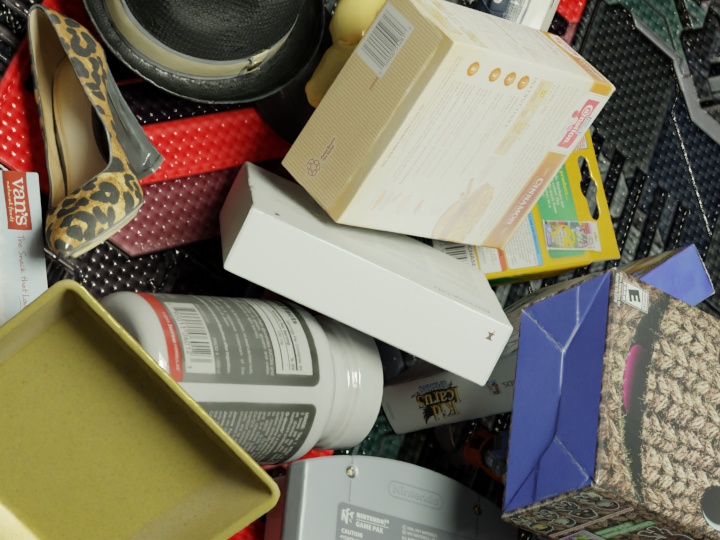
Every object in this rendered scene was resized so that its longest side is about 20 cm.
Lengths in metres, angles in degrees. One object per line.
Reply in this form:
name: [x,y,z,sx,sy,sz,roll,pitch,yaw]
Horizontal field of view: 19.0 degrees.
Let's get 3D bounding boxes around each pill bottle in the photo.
pill bottle: [-0.089,0.076,1.474,0.199,0.116,0.117,4,74,-38]

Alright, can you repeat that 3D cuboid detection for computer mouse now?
computer mouse: [-0.065,-0.181,1.613,0.200,0.053,0.139,54,50,-12]

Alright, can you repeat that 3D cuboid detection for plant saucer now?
plant saucer: [-0.182,0.116,1.363,0.200,0.200,0.049,47,23,-18]

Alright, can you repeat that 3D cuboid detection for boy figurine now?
boy figurine: [0.016,-0.169,1.603,0.200,0.064,0.125,-44,130,-60]

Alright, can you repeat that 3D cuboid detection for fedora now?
fedora: [-0.098,-0.216,1.521,0.200,0.092,0.202,15,58,-26]

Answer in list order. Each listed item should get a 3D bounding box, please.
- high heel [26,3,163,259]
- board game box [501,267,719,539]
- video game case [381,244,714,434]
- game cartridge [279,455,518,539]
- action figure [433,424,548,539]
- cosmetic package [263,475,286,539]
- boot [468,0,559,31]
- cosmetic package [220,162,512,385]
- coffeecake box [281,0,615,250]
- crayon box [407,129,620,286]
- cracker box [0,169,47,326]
high heel: [-0.203,-0.093,1.435,0.143,0.071,0.200,57,20,-16]
board game box: [0.206,0.116,1.465,0.199,0.097,0.160,24,59,-30]
video game case: [0.140,0.054,1.620,0.200,0.181,0.046,-30,96,-40]
game cartridge: [0.027,0.204,1.515,0.199,0.040,0.134,20,67,-33]
action figure: [0.166,0.154,1.588,0.199,0.194,0.105,2,109,-18]
cosmetic package: [0.019,0.242,1.554,0.199,0.052,0.152,19,68,-33]
boot: [0.107,-0.217,1.660,0.090,0.201,0.073,26,20,8]
cosmetic package: [0.000,0.000,1.517,0.199,0.151,0.052,25,99,-10]
coffeecake box: [0.066,-0.103,1.530,0.199,0.154,0.073,8,32,-50]
crayon box: [0.109,-0.053,1.713,0.199,0.051,0.127,-7,81,-39]
cracker box: [-0.298,0.002,1.369,0.199,0.058,0.135,3,75,-37]
